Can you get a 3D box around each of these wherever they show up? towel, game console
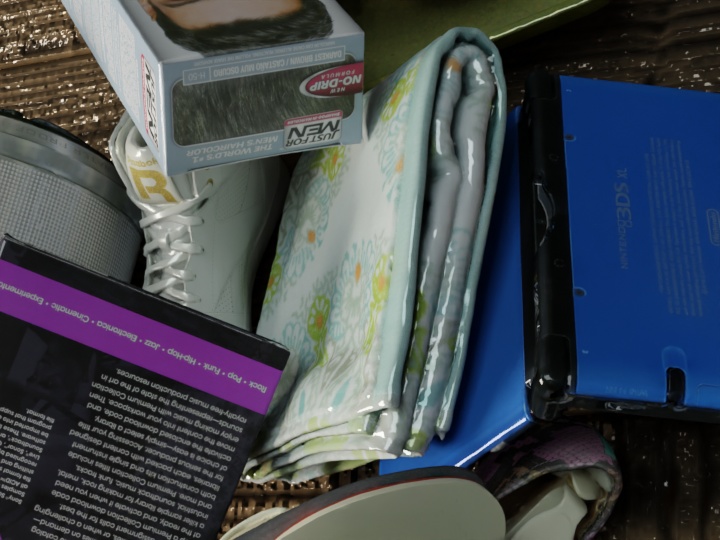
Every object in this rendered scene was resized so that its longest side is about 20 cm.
[{"bbox_3d":[0.000,0.000,0.807,0.171,0.048,0.201,-25,50,60],"label":"towel"},{"bbox_3d":[0.102,0.015,0.788,0.169,0.119,0.201,6,47,-3],"label":"game console"}]

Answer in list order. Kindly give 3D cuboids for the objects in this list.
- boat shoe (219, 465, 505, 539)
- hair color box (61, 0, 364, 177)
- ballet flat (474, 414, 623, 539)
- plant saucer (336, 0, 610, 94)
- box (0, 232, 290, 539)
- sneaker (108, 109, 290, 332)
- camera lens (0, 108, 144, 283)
[{"bbox_3d":[-0.031,0.135,0.730,0.199,0.071,0.063,-30,18,8],"label":"boat shoe"},{"bbox_3d":[-0.079,-0.126,0.836,0.098,0.061,0.200,-12,36,-19],"label":"hair color box"},{"bbox_3d":[0.042,0.147,0.754,0.069,0.071,0.200,44,87,-11],"label":"ballet flat"},{"bbox_3d":[0.037,-0.179,0.916,0.199,0.048,0.201,-20,57,17],"label":"plant saucer"},{"bbox_3d":[-0.135,0.102,0.783,0.142,0.036,0.201,22,88,-10],"label":"box"},{"bbox_3d":[-0.098,-0.011,0.850,0.073,0.116,0.201,-3,55,22],"label":"sneaker"},{"bbox_3d":[-0.207,0.024,0.883,0.159,0.160,0.201,3,70,27],"label":"camera lens"}]
